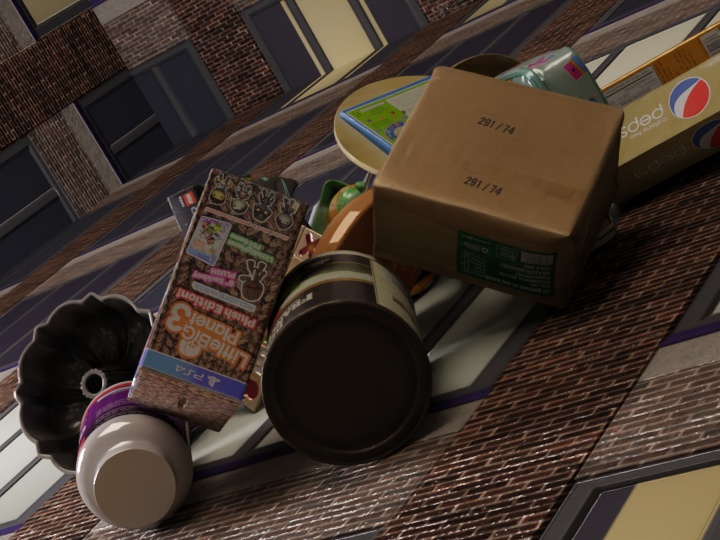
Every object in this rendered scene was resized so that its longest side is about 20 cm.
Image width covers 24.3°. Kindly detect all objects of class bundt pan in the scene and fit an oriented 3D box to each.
[{"bbox_3d":[-0.275,0.129,1.834,0.201,0.202,0.076,-27,-19,14],"label":"bundt pan"}]

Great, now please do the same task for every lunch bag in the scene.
[{"bbox_3d":[0.217,-0.160,1.870,0.077,0.161,0.200,-28,6,-12],"label":"lunch bag"}]

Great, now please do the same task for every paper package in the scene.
[{"bbox_3d":[0.130,-0.082,1.582,0.199,0.104,0.191,16,52,17],"label":"paper package"}]

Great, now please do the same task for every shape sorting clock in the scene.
[{"bbox_3d":[0.070,-0.153,1.825,0.199,0.039,0.200,0,36,0],"label":"shape sorting clock"}]

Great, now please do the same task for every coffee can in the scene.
[{"bbox_3d":[-0.015,0.074,1.512,0.146,0.147,0.200,-29,12,5],"label":"coffee can"}]

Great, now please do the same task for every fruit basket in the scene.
[{"bbox_3d":[-0.022,-0.038,1.900,0.200,0.093,0.186,74,-146,-85],"label":"fruit basket"}]

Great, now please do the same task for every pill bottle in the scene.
[{"bbox_3d":[-0.221,0.183,1.636,0.112,0.113,0.200,-31,12,-1],"label":"pill bottle"}]

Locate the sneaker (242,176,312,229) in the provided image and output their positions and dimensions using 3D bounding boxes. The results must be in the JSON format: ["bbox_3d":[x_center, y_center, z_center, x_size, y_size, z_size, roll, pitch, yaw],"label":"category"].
[{"bbox_3d":[-0.080,-0.013,1.841,0.079,0.201,0.075,-13,-9,-24],"label":"sneaker"}]

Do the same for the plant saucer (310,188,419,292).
[{"bbox_3d":[0.000,0.000,1.693,0.037,0.201,0.200,25,45,26],"label":"plant saucer"}]

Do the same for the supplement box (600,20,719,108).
[{"bbox_3d":[0.362,-0.217,1.926,0.199,0.069,0.067,-27,-12,9],"label":"supplement box"}]

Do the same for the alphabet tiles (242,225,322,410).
[{"bbox_3d":[-0.109,0.039,1.785,0.166,0.201,0.006,27,7,31],"label":"alphabet tiles"}]

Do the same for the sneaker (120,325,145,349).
[{"bbox_3d":[-0.263,0.125,1.912,0.200,0.131,0.079,-36,14,-18],"label":"sneaker"}]

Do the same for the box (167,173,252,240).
[{"bbox_3d":[-0.133,-0.005,1.895,0.038,0.201,0.136,-23,-1,26],"label":"box"}]

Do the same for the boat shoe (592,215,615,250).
[{"bbox_3d":[0.211,-0.065,1.728,0.074,0.062,0.200,-32,11,1],"label":"boat shoe"}]

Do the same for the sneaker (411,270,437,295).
[{"bbox_3d":[0.055,-0.024,1.890,0.078,0.077,0.200,-15,21,44],"label":"sneaker"}]

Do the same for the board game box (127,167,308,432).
[{"bbox_3d":[-0.136,0.031,1.567,0.159,0.097,0.201,129,160,-72],"label":"board game box"}]

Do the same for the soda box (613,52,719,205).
[{"bbox_3d":[0.321,-0.147,1.697,0.200,0.068,0.064,-30,55,24],"label":"soda box"}]

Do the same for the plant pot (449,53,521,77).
[{"bbox_3d":[0.131,-0.162,1.975,0.200,0.201,0.027,-35,38,-19],"label":"plant pot"}]
